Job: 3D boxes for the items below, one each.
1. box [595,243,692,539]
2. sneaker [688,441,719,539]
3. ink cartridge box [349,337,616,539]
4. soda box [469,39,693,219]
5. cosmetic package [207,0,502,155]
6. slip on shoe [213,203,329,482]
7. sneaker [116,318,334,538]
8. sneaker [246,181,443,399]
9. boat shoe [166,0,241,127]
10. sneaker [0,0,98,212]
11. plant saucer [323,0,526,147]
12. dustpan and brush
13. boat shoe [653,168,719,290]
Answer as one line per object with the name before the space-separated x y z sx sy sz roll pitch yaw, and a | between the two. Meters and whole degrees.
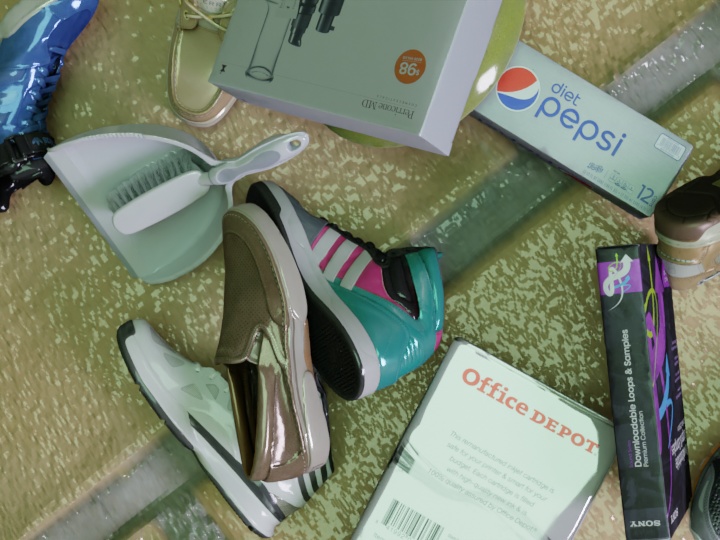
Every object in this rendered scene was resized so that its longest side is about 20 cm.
box | 0.209 0.082 0.887 0.036 0.143 0.203 -5 90 22
sneaker | 0.324 0.139 0.895 0.199 0.077 0.079 -38 92 -7
ink cartridge box | 0.089 0.171 0.926 0.145 0.084 0.202 29 91 5
soda box | 0.149 -0.117 0.932 0.199 0.068 0.064 32 94 5
cosmetic package | -0.002 -0.181 0.885 0.198 0.051 0.153 18 89 33
slip on shoe | -0.077 0.053 0.888 0.060 0.076 0.203 -13 93 -31
sneaker | -0.095 0.097 0.959 0.115 0.076 0.201 -39 94 -5
sneaker | 0.000 0.000 0.935 0.119 0.084 0.201 -14 55 -30
boat shoe | -0.111 -0.214 0.956 0.073 0.069 0.203 15 90 5
sneaker | -0.257 -0.129 0.962 0.200 0.077 0.112 -41 80 7
plant saucer | 0.027 -0.193 0.918 0.198 0.031 0.203 -9 73 29
dustpan and brush | -0.125 -0.067 0.918 0.198 0.058 0.140 -25 120 13
boat shoe | 0.297 -0.045 0.908 0.198 0.072 0.077 -23 122 -19
